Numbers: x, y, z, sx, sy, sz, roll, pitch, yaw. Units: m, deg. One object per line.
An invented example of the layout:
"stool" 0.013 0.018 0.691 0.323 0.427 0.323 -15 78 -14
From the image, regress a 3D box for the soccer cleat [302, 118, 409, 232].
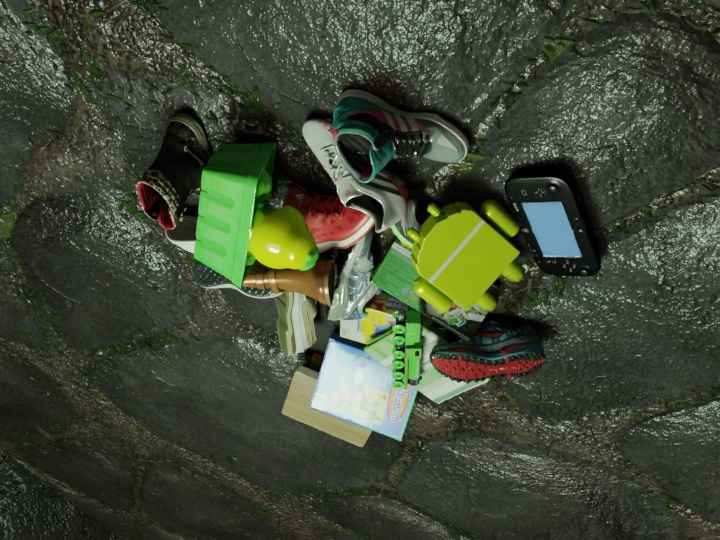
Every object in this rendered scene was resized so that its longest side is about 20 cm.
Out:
"soccer cleat" -0.015 -0.140 1.151 0.200 0.085 0.069 44 141 -3

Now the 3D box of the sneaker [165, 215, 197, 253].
"sneaker" -0.244 -0.056 1.418 0.195 0.075 0.085 11 165 13

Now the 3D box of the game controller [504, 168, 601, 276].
"game controller" 0.279 -0.064 1.146 0.102 0.043 0.202 -6 133 32

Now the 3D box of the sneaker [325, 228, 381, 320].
"sneaker" 0.000 0.000 1.338 0.084 0.079 0.203 8 128 -13

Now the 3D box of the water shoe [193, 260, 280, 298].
"water shoe" -0.212 0.002 1.458 0.195 0.079 0.074 9 102 23

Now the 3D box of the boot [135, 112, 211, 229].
"boot" -0.280 -0.127 1.267 0.071 0.153 0.202 7 141 19

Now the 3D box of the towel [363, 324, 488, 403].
"towel" 0.122 0.162 1.438 0.199 0.031 0.148 37 134 -22

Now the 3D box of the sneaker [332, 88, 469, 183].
"sneaker" 0.046 -0.167 1.077 0.195 0.122 0.084 19 143 4

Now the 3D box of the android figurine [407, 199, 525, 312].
"android figurine" 0.154 -0.022 1.180 0.198 0.041 0.183 33 105 -27

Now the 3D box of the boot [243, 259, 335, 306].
"boot" -0.120 0.014 1.301 0.150 0.076 0.200 3 -176 -8

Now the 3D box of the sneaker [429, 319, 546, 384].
"sneaker" 0.215 0.134 1.362 0.194 0.097 0.080 -2 136 5

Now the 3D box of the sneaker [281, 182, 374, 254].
"sneaker" -0.059 -0.094 1.256 0.115 0.080 0.198 40 138 -23

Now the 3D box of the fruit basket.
"fruit basket" -0.149 -0.076 1.222 0.209 0.157 0.220 5 124 7

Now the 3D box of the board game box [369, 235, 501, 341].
"board game box" 0.123 0.023 1.299 0.197 0.024 0.106 31 106 -10

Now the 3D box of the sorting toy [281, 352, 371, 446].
"sorting toy" -0.054 0.272 1.694 0.196 0.071 0.200 22 142 0

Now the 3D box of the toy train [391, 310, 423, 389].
"toy train" 0.082 0.140 1.377 0.055 0.042 0.203 0 138 2

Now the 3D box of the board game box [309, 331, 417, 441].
"board game box" 0.013 0.228 1.560 0.195 0.045 0.156 19 105 3

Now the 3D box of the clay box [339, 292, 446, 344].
"clay box" 0.061 0.098 1.446 0.195 0.048 0.116 15 142 8

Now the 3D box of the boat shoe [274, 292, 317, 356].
"boat shoe" -0.118 0.064 1.480 0.067 0.075 0.204 -15 128 -24

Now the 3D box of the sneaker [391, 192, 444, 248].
"sneaker" 0.130 -0.044 1.218 0.198 0.078 0.083 36 145 -18
